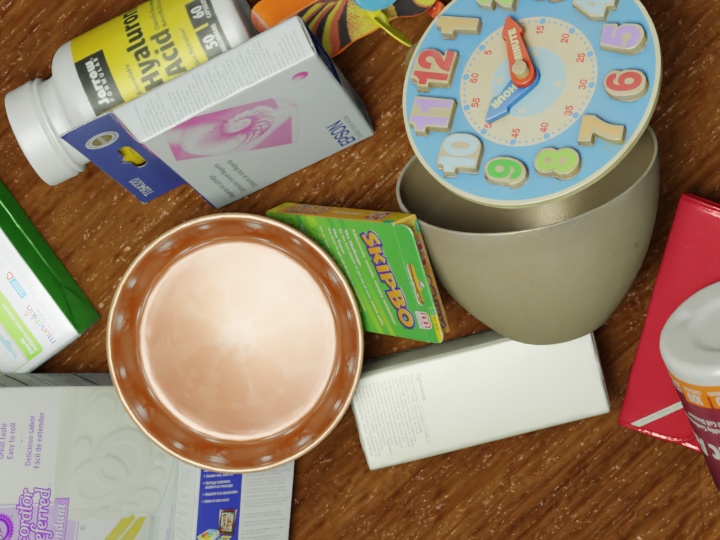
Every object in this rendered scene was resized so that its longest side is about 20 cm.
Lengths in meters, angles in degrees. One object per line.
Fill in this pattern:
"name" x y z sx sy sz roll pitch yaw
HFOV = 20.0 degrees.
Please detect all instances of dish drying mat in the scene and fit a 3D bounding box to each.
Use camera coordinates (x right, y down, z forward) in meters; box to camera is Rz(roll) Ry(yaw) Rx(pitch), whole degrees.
"dish drying mat" 0.262 0.043 1.604 0.076 0.018 0.201 20 113 17

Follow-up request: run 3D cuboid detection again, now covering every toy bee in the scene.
"toy bee" 0.021 -0.216 1.572 0.199 0.131 0.109 -24 138 13

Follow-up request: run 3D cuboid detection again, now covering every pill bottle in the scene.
"pill bottle" -0.171 -0.145 1.596 0.199 0.111 0.112 -26 94 7
"pill bottle" 0.311 0.114 1.558 0.114 0.114 0.201 -23 120 7

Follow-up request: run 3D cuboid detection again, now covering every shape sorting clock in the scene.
"shape sorting clock" 0.124 -0.140 1.502 0.199 0.039 0.201 -11 63 23

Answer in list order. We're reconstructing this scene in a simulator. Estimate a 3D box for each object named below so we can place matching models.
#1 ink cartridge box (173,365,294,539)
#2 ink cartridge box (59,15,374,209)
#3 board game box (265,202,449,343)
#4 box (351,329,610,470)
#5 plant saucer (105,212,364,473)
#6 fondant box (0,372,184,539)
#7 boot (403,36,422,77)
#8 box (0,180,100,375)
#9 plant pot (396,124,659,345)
"ink cartridge box" -0.100 0.171 1.641 0.094 0.037 0.201 0 101 -36
"ink cartridge box" -0.103 -0.104 1.553 0.199 0.196 0.043 -27 73 7
"board game box" 0.000 0.000 1.562 0.030 0.200 0.096 -26 108 -27
"box" 0.093 0.093 1.625 0.199 0.068 0.083 -13 96 5
"plant saucer" -0.095 0.055 1.570 0.199 0.032 0.202 0 96 5
"fondant box" -0.222 0.156 1.607 0.199 0.058 0.145 2 99 -35
"boot" 0.121 -0.196 1.592 0.200 0.074 0.076 -37 61 -2
"box" -0.342 0.016 1.635 0.176 0.097 0.200 -37 93 8
"plant pot" 0.138 -0.024 1.562 0.199 0.201 0.135 -12 120 6
